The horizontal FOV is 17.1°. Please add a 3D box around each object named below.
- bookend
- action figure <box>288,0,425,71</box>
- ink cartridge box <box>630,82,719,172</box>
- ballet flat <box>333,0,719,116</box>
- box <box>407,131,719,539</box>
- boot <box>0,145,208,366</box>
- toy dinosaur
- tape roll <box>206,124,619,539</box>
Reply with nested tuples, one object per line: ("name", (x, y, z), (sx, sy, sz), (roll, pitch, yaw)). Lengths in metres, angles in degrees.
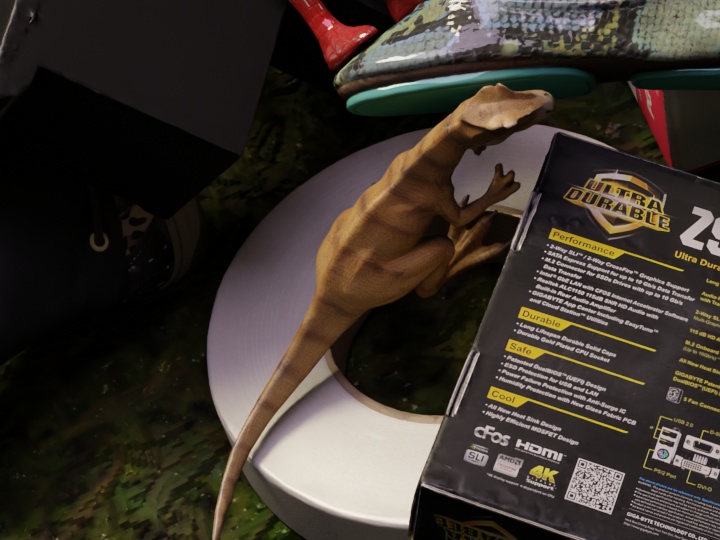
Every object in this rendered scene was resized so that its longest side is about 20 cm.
("bookend", (-0.042, -0.100, 0.940), (0.200, 0.092, 0.199), (23, 64, -19))
("action figure", (-0.037, -0.179, 0.862), (0.065, 0.099, 0.200), (-39, 91, -34))
("ink cartridge box", (0.163, -0.155, 1.009), (0.145, 0.083, 0.200), (-19, 50, 0))
("ballet flat", (0.089, -0.095, 0.880), (0.200, 0.074, 0.074), (-3, 50, -1))
("box", (0.135, 0.052, 0.842), (0.200, 0.049, 0.160), (18, 57, 8))
("boot", (-0.168, -0.052, 0.949), (0.154, 0.073, 0.204), (-36, 92, -39))
("toy dinosaur", (0.000, 0.000, 0.893), (0.060, 0.106, 0.200), (39, 110, 14))
("tape roll", (0.040, 0.027, 0.934), (0.202, 0.037, 0.203), (-8, 49, 9))
